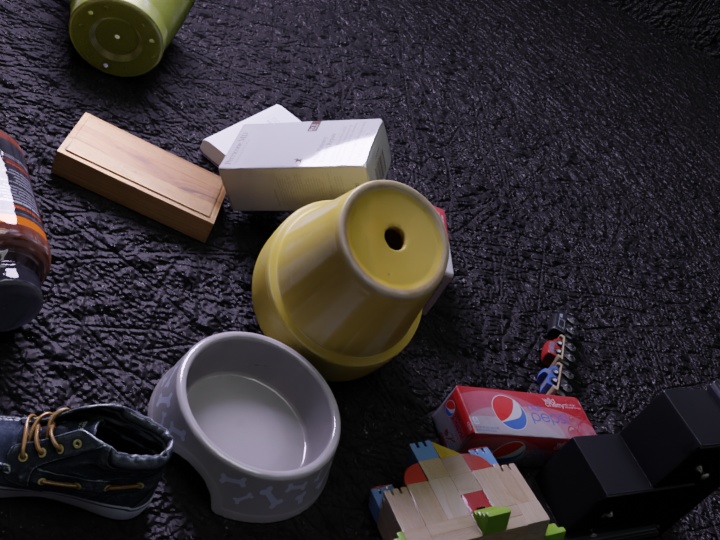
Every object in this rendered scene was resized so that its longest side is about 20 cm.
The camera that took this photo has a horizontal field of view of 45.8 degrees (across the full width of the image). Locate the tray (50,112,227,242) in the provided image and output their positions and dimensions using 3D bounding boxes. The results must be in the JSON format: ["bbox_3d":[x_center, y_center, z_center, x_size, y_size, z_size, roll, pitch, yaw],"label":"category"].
[{"bbox_3d":[-0.266,-0.116,1.051,0.198,0.037,0.099,26,36,-13],"label":"tray"}]

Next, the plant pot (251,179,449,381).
[{"bbox_3d":[0.000,0.000,0.935,0.198,0.189,0.204,10,65,-23],"label":"plant pot"}]

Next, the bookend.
[{"bbox_3d":[0.319,0.223,0.972,0.196,0.201,0.093,5,43,-35],"label":"bookend"}]

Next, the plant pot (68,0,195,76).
[{"bbox_3d":[-0.330,-0.387,1.208,0.198,0.201,0.195,18,49,-20],"label":"plant pot"}]

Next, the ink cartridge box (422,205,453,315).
[{"bbox_3d":[0.016,-0.045,1.148,0.197,0.083,0.148,21,37,-17],"label":"ink cartridge box"}]

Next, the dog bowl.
[{"bbox_3d":[-0.107,0.146,0.846,0.197,0.059,0.202,21,38,-17],"label":"dog bowl"}]

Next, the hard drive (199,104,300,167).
[{"bbox_3d":[-0.125,-0.171,1.236,0.131,0.026,0.200,38,35,6],"label":"hard drive"}]

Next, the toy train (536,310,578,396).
[{"bbox_3d":[0.279,0.119,1.207,0.045,0.034,0.201,28,35,-1],"label":"toy train"}]

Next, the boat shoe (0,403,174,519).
[{"bbox_3d":[-0.256,0.141,0.703,0.197,0.091,0.071,18,37,-21],"label":"boat shoe"}]

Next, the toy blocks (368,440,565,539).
[{"bbox_3d":[0.090,0.232,0.862,0.197,0.101,0.137,-6,35,-21],"label":"toy blocks"}]

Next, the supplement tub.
[{"bbox_3d":[-0.361,-0.040,0.822,0.106,0.108,0.201,1,46,-37],"label":"supplement tub"}]

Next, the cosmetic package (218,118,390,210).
[{"bbox_3d":[-0.068,-0.132,1.072,0.197,0.075,0.102,2,44,18],"label":"cosmetic package"}]

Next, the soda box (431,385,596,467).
[{"bbox_3d":[0.188,0.191,1.024,0.197,0.064,0.071,9,41,-30],"label":"soda box"}]
